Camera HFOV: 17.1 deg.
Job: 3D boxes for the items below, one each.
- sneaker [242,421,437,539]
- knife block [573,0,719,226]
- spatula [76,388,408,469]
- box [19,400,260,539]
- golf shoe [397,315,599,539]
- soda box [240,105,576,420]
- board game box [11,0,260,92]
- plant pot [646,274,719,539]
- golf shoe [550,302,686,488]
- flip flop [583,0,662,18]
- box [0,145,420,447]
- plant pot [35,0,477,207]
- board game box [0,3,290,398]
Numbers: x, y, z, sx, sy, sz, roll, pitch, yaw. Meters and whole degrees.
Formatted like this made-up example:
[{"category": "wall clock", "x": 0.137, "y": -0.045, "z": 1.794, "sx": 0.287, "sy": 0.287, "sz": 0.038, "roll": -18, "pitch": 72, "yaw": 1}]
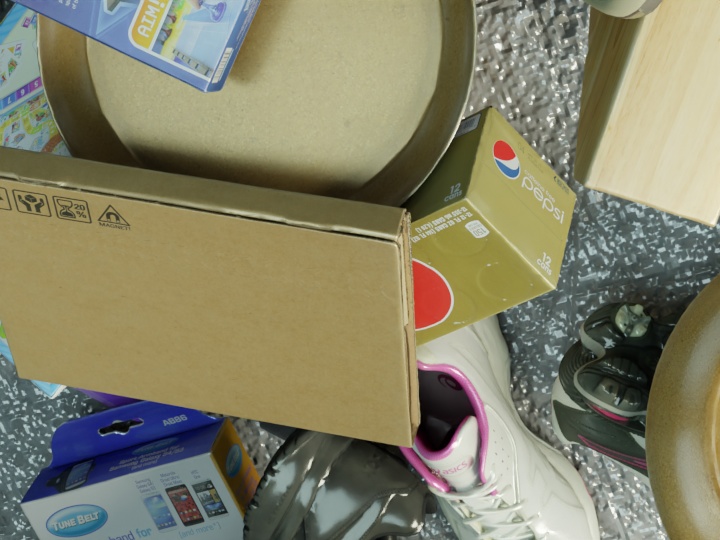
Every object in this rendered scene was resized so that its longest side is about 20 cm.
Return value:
[{"category": "sneaker", "x": -0.028, "y": 0.166, "z": 1.184, "sx": 0.091, "sy": 0.076, "sz": 0.200, "roll": 29, "pitch": 123, "yaw": 7}, {"category": "knife block", "x": 0.157, "y": -0.145, "z": 1.008, "sx": 0.064, "sy": 0.200, "sz": 0.176, "roll": 16, "pitch": 146, "yaw": -10}, {"category": "spatula", "x": -0.067, "y": 0.070, "z": 1.247, "sx": 0.200, "sy": 0.021, "sz": 0.057, "roll": 21, "pitch": 115, "yaw": 7}, {"category": "box", "x": -0.093, "y": 0.162, "z": 1.269, "sx": 0.119, "sy": 0.041, "sz": 0.200, "roll": -17, "pitch": 115, "yaw": 22}, {"category": "golf shoe", "x": 0.056, "y": 0.099, "z": 1.185, "sx": 0.075, "sy": 0.092, "sz": 0.200, "roll": -23, "pitch": 105, "yaw": 23}, {"category": "soda box", "x": 0.000, "y": 0.000, "z": 1.121, "sx": 0.200, "sy": 0.064, "sz": 0.068, "roll": -24, "pitch": 125, "yaw": 37}, {"category": "board game box", "x": -0.083, "y": -0.196, "z": 1.034, "sx": 0.135, "sy": 0.034, "sz": 0.200, "roll": 26, "pitch": 99, "yaw": 6}, {"category": "plant pot", "x": 0.232, "y": 0.078, "z": 1.096, "sx": 0.200, "sy": 0.027, "sz": 0.200, "roll": 1, "pitch": 84, "yaw": -7}, {"category": "golf shoe", "x": 0.189, "y": 0.080, "z": 1.158, "sx": 0.200, "sy": 0.077, "sz": 0.088, "roll": 23, "pitch": 146, "yaw": -1}, {"category": "flip flop", "x": 0.070, "y": -0.162, "z": 1.035, "sx": 0.057, "sy": 0.200, "sz": 0.081, "roll": 6, "pitch": 112, "yaw": -29}, {"category": "box", "x": -0.074, "y": 0.014, "z": 1.082, "sx": 0.200, "sy": 0.021, "sz": 0.164, "roll": 9, "pitch": 145, "yaw": 10}, {"category": "plant pot", "x": -0.045, "y": -0.105, "z": 1.070, "sx": 0.200, "sy": 0.027, "sz": 0.200, "roll": 1, "pitch": 97, "yaw": 9}, {"category": "board game box", "x": -0.137, "y": -0.052, "z": 1.148, "sx": 0.134, "sy": 0.034, "sz": 0.200, "roll": 43, "pitch": 116, "yaw": 0}]
